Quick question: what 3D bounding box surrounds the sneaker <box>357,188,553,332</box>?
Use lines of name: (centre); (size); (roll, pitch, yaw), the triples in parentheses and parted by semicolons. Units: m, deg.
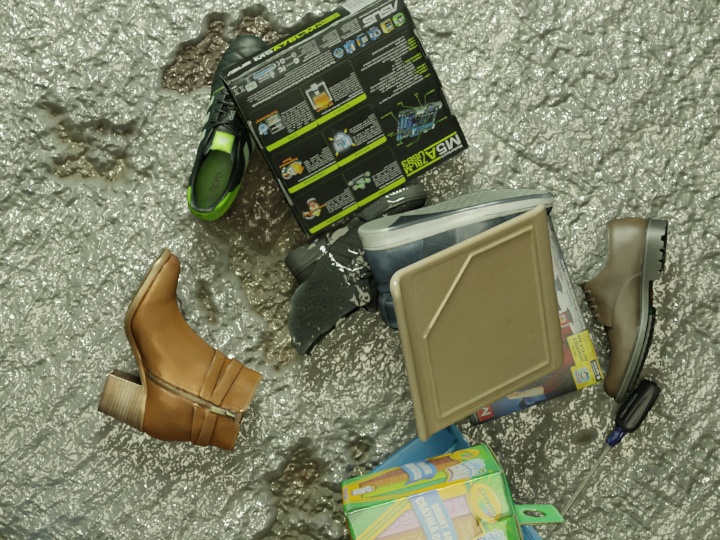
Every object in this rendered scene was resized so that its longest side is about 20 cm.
sneaker: (0.109, 0.001, 1.383); (0.202, 0.077, 0.146); (-16, 102, -8)

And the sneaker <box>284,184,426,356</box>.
sneaker: (0.000, 0.000, 1.439); (0.200, 0.060, 0.104); (-30, 82, 7)

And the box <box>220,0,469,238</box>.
box: (-0.013, -0.163, 1.399); (0.200, 0.048, 0.193); (-30, 120, -4)

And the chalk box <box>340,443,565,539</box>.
chalk box: (0.092, 0.247, 1.312); (0.200, 0.124, 0.124); (-15, 95, -2)

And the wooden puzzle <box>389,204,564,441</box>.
wooden puzzle: (0.115, 0.049, 1.342); (0.200, 0.037, 0.185); (-27, 121, -27)

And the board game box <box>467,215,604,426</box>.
board game box: (0.130, 0.052, 1.452); (0.200, 0.062, 0.200); (-19, 95, 0)

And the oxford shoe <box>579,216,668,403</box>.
oxford shoe: (0.275, 0.041, 1.461); (0.084, 0.073, 0.200); (7, 92, 14)

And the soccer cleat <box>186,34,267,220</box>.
soccer cleat: (-0.133, -0.147, 1.416); (0.067, 0.081, 0.200); (16, 93, -3)

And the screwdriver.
screwdriver: (0.259, 0.202, 1.486); (0.029, 0.028, 0.200); (40, 93, 26)

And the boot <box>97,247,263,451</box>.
boot: (-0.176, 0.087, 1.439); (0.155, 0.074, 0.200); (18, 105, -2)

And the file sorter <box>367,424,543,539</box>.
file sorter: (0.102, 0.280, 1.437); (0.139, 0.123, 0.200); (-37, 94, 0)
